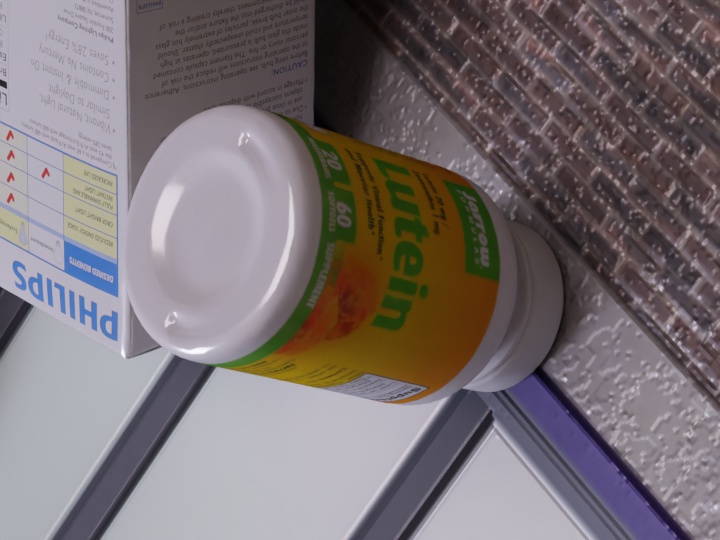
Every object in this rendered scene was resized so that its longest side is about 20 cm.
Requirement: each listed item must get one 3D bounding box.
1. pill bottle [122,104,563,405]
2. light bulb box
[{"bbox_3d":[0.000,0.000,1.200,0.111,0.199,0.112,-12,72,40],"label":"pill bottle"},{"bbox_3d":[-0.128,-0.092,1.348,0.198,0.124,0.201,26,123,43],"label":"light bulb box"}]
